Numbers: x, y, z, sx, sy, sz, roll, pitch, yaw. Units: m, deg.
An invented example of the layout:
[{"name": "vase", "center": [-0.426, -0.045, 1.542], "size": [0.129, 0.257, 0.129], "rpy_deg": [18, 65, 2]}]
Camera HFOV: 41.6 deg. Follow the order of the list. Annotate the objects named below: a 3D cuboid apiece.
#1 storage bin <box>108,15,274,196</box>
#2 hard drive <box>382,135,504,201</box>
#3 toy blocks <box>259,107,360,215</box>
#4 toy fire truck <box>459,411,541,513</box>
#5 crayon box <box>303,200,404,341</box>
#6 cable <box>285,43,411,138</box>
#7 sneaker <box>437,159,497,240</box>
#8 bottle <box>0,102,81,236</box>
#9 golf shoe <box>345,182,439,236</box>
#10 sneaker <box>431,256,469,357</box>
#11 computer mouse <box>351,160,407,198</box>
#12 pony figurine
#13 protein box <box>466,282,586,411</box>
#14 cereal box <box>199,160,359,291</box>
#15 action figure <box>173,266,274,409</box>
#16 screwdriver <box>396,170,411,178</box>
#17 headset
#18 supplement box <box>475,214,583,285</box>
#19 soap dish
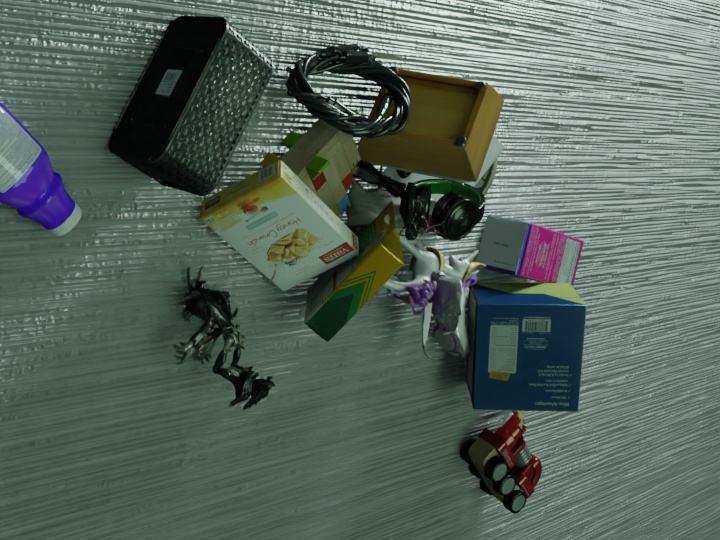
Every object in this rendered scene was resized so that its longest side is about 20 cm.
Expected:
[{"name": "storage bin", "center": [-0.215, -0.211, 1.203], "size": [0.093, 0.134, 0.202], "rpy_deg": [32, 79, -44]}, {"name": "hard drive", "center": [0.139, -0.181, 1.591], "size": [0.132, 0.025, 0.201], "rpy_deg": [42, 68, -5]}, {"name": "toy blocks", "center": [-0.064, -0.129, 1.420], "size": [0.200, 0.099, 0.137], "rpy_deg": [-50, 142, -23]}, {"name": "toy fire truck", "center": [0.306, 0.348, 1.903], "size": [0.200, 0.128, 0.177], "rpy_deg": [-44, 129, -14]}, {"name": "crayon box", "center": [0.000, 0.000, 1.421], "size": [0.051, 0.126, 0.200], "rpy_deg": [39, 106, -14]}, {"name": "cable", "center": [-0.020, -0.255, 1.378], "size": [0.198, 0.164, 0.051], "rpy_deg": [-17, 158, -39]}, {"name": "sneaker", "center": [0.166, -0.159, 1.636], "size": [0.106, 0.074, 0.203], "rpy_deg": [23, 86, -45]}, {"name": "bottle", "center": [-0.403, -0.121, 1.094], "size": [0.084, 0.065, 0.201], "rpy_deg": [-53, 132, -18]}, {"name": "golf shoe", "center": [0.071, -0.104, 1.508], "size": [0.197, 0.075, 0.093], "rpy_deg": [-3, 72, -11]}, {"name": "sneaker", "center": [0.170, 0.068, 1.704], "size": [0.099, 0.074, 0.202], "rpy_deg": [-40, 126, -28]}, {"name": "computer mouse", "center": [0.067, -0.203, 1.522], "size": [0.201, 0.108, 0.044], "rpy_deg": [-57, 154, -27]}, {"name": "pony figurine", "center": [0.105, 0.023, 1.560], "size": [0.198, 0.167, 0.195], "rpy_deg": [21, 65, -12]}, {"name": "protein box", "center": [0.299, 0.138, 1.742], "size": [0.195, 0.135, 0.203], "rpy_deg": [1, 106, 1]}, {"name": "cereal box", "center": [-0.112, -0.059, 1.353], "size": [0.200, 0.143, 0.040], "rpy_deg": [43, 31, -41]}, {"name": "action figure", "center": [-0.206, 0.097, 1.315], "size": [0.102, 0.201, 0.119], "rpy_deg": [-36, 164, 14]}, {"name": "screwdriver", "center": [0.127, -0.222, 1.570], "size": [0.200, 0.028, 0.029], "rpy_deg": [-45, 123, -24]}, {"name": "headset", "center": [0.112, -0.100, 1.404], "size": [0.200, 0.122, 0.095], "rpy_deg": [-44, 145, -52]}, {"name": "supplement box", "center": [0.325, -0.033, 1.810], "size": [0.199, 0.100, 0.105], "rpy_deg": [14, 91, -46]}, {"name": "soap dish", "center": [0.104, -0.227, 1.448], "size": [0.082, 0.197, 0.159], "rpy_deg": [70, 38, -57]}]
